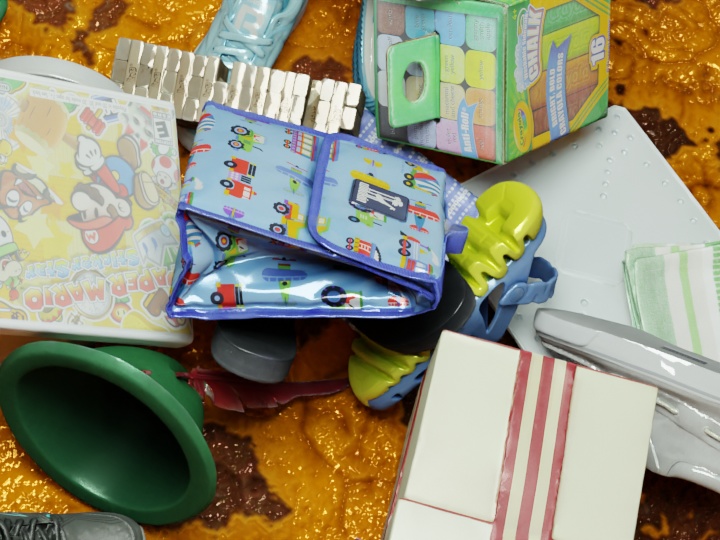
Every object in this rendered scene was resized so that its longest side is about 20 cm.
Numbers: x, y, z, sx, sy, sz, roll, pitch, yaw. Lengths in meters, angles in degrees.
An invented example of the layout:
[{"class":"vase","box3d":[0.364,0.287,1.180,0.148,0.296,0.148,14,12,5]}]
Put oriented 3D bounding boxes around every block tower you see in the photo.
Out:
[{"class":"block tower","box3d":[-0.099,-0.132,1.355,0.198,0.058,0.054,11,86,5]}]

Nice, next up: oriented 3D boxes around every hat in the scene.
[{"class":"hat","box3d":[-0.140,0.069,1.267,0.165,0.201,0.176,-4,39,32]}]

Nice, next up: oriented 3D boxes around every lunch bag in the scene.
[{"class":"lunch bag","box3d":[-0.025,-0.030,1.223,0.198,0.095,0.151,8,33,-3]}]

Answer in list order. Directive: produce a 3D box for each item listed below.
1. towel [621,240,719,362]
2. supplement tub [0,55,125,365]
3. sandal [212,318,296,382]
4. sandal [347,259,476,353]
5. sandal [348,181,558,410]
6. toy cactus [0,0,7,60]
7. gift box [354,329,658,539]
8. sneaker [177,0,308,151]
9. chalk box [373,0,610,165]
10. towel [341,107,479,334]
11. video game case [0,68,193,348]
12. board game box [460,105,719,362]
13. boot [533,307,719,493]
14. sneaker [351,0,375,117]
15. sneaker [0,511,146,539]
[{"class":"towel","box3d":[0.306,0.044,1.364,0.199,0.023,0.154,-7,80,-17]},{"class":"supplement tub","box3d":[-0.243,-0.040,1.291,0.139,0.141,0.201,10,63,-2]},{"class":"sandal","box3d":[-0.075,0.017,1.276,0.076,0.043,0.200,15,21,-18]},{"class":"sandal","box3d":[-0.001,0.000,1.284,0.200,0.043,0.076,28,81,40]},{"class":"sandal","box3d":[0.076,0.032,1.304,0.200,0.087,0.080,-44,39,4]},{"class":"toy cactus","box3d":[-0.327,-0.189,1.391,0.165,0.102,0.200,43,57,3]},{"class":"gift box","box3d":[0.094,0.164,1.204,0.183,0.200,0.188,12,64,4]},{"class":"sneaker","box3d":[-0.096,-0.188,1.417,0.073,0.082,0.201,19,64,4]},{"class":"chalk box","box3d":[0.091,-0.161,1.344,0.123,0.125,0.200,15,28,34]},{"class":"towel","box3d":[0.012,-0.033,1.367,0.200,0.024,0.145,39,81,14]},{"class":"video game case","box3d":[-0.204,-0.043,1.212,0.199,0.023,0.183,7,71,-43]},{"class":"board game box","box3d":[0.183,-0.012,1.397,0.199,0.026,0.201,-27,69,-19]},{"class":"boot","box3d":[0.206,0.099,1.291,0.199,0.073,0.096,22,102,29]},{"class":"sneaker","box3d":[0.039,-0.214,1.453,0.080,0.077,0.201,13,64,-2]},{"class":"sneaker","box3d":[-0.244,0.201,1.204,0.198,0.079,0.076,-9,65,-13]}]
